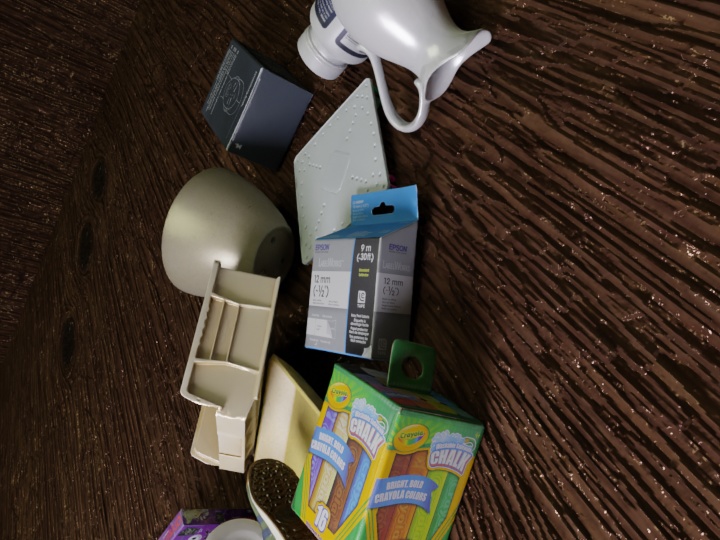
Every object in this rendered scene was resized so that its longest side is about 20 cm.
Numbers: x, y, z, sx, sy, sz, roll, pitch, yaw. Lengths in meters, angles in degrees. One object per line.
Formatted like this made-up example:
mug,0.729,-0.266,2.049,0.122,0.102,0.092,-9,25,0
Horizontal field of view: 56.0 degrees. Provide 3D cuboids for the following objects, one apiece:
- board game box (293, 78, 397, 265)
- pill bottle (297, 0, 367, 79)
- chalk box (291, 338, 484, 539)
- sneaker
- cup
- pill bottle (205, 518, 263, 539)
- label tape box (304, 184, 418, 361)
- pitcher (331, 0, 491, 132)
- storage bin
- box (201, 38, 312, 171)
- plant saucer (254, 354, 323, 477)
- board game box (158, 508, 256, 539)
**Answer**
board game box,-0.027,-0.138,0.977,0.199,0.025,0.205,-39,47,39
pill bottle,-0.005,-0.372,0.969,0.199,0.109,0.114,-37,48,39
chalk box,0.033,0.175,0.678,0.123,0.122,0.206,23,96,55
sneaker,-0.084,0.298,0.735,0.199,0.065,0.093,36,119,57
cup,-0.184,-0.041,1.040,0.140,0.199,0.206,19,91,27
pill bottle,-0.162,0.415,0.846,0.105,0.101,0.204,60,140,47
label tape box,0.000,0.000,0.825,0.141,0.065,0.207,1,87,54
pitcher,0.040,-0.291,0.833,0.201,0.120,0.172,48,129,11
storage bin,-0.170,0.134,0.900,0.202,0.091,0.203,105,174,-55
box,-0.188,-0.296,1.198,0.151,0.105,0.201,-60,36,17
plant saucer,-0.070,0.235,0.831,0.199,0.047,0.206,34,117,56
board game box,-0.246,0.409,0.973,0.201,0.118,0.033,-53,39,27
